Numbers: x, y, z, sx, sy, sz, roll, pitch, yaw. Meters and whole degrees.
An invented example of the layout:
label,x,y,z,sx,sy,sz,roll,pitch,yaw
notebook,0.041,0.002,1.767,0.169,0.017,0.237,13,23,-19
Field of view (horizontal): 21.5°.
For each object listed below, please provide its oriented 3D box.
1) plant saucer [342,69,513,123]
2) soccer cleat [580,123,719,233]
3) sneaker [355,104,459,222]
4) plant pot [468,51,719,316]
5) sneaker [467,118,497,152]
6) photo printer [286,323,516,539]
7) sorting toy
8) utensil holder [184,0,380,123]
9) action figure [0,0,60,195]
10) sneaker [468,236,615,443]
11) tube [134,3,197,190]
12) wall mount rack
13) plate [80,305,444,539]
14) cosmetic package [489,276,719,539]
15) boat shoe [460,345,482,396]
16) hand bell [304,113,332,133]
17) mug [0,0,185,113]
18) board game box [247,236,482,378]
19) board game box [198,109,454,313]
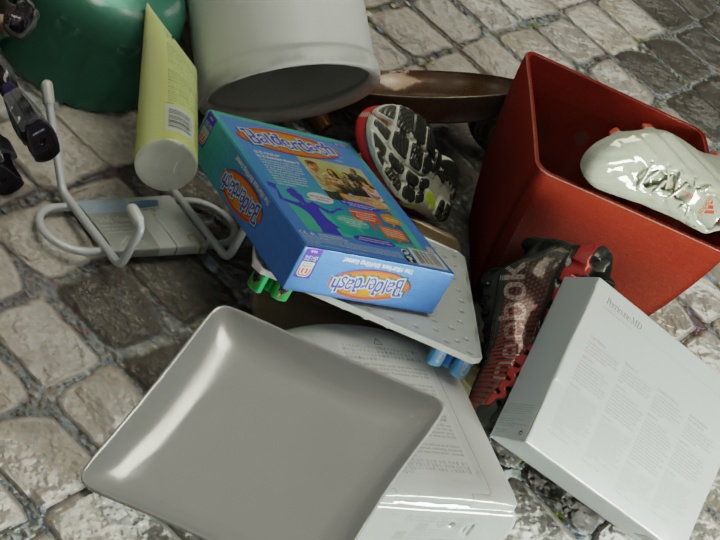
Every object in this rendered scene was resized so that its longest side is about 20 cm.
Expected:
label,x,y,z,sx,sy,sz,roll,pitch,yaw
plant saucer,0.063,-0.170,1.855,0.200,0.032,0.200,1,12,0
soccer cleat,0.277,-0.074,1.641,0.200,0.069,0.078,10,43,-35
sneaker,0.024,-0.092,1.711,0.085,0.077,0.200,9,-16,22
plant pot,0.202,-0.049,1.764,0.200,0.176,0.200,22,35,-15
sneaker,0.199,-0.105,1.922,0.200,0.074,0.088,31,27,-12
photo printer,0.017,0.125,1.487,0.166,0.070,0.200,8,41,-33
sorting toy,-0.002,0.010,1.654,0.185,0.037,0.200,25,39,-12
utensil holder,-0.078,-0.254,1.727,0.170,0.170,0.201,0,76,-39
action figure,-0.309,-0.163,1.546,0.200,0.130,0.069,59,5,29
sneaker,0.131,0.052,1.591,0.098,0.071,0.201,24,69,23
tube,-0.159,-0.142,1.575,0.052,0.058,0.200,7,38,-10
wall mount rack,-0.185,-0.078,1.572,0.200,0.075,0.174,-5,45,-44
plate,-0.068,0.131,1.373,0.200,0.032,0.200,23,50,17
cosmetic package,0.216,0.120,1.554,0.200,0.052,0.151,37,73,-28
boat shoe,0.173,0.105,1.645,0.200,0.065,0.072,24,34,-13
hand bell,-0.088,-0.217,1.841,0.104,0.104,0.200,-19,73,-50
mug,-0.241,-0.228,1.676,0.152,0.115,0.185,42,34,12
board game box,0.000,0.000,1.572,0.200,0.026,0.200,23,23,-12
board game box,-0.034,-0.048,1.542,0.152,0.045,0.200,11,30,-36
